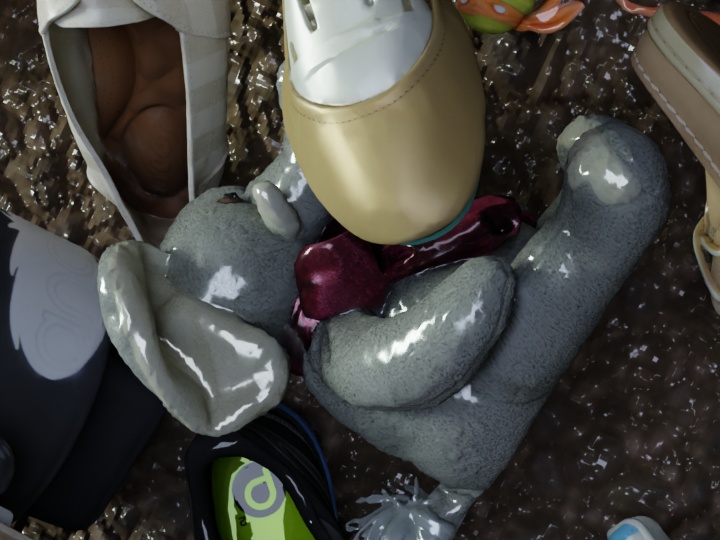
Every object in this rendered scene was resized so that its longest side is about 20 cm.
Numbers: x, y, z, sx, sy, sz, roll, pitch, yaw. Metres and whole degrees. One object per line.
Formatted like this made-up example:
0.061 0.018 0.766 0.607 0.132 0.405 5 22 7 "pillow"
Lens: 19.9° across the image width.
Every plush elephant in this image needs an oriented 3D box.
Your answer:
0.000 0.000 0.730 0.155 0.165 0.200 30 105 2 "plush elephant"

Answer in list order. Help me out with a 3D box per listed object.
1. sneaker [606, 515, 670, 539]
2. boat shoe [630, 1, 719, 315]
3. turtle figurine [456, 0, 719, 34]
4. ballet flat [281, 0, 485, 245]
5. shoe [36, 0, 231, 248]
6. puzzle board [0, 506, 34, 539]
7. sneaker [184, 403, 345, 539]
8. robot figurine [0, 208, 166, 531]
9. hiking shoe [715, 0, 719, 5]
0.184 0.112 0.733 0.199 0.077 0.081 -10 86 11 "sneaker"
0.150 -0.004 0.720 0.064 0.071 0.200 -34 107 21 "boat shoe"
0.070 -0.153 0.770 0.199 0.064 0.162 10 84 21 "turtle figurine"
-0.006 -0.093 0.675 0.068 0.063 0.200 -23 45 12 "ballet flat"
-0.079 -0.085 0.746 0.070 0.200 0.053 -1 44 5 "shoe"
-0.166 0.097 0.738 0.150 0.200 0.017 -8 58 40 "puzzle board"
-0.022 0.145 0.776 0.071 0.083 0.200 -23 84 12 "sneaker"
-0.174 0.027 0.767 0.150 0.200 0.125 -19 51 52 "robot figurine"
0.203 -0.158 0.703 0.200 0.087 0.074 -43 86 -17 "hiking shoe"
